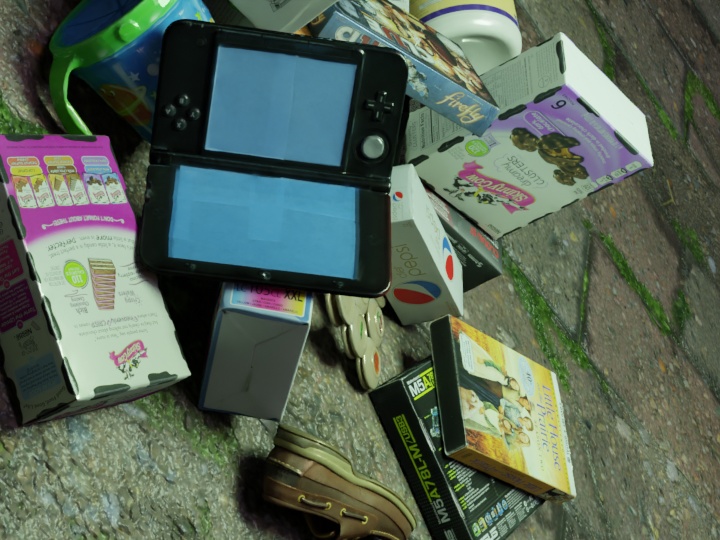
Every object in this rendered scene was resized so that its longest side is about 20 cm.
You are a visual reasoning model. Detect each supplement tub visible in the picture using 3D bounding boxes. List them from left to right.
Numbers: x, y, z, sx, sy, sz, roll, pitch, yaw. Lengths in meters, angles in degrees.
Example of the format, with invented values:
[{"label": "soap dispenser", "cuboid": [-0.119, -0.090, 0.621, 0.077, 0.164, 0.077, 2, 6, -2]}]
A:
[{"label": "supplement tub", "cuboid": [0.107, -0.328, 1.783, 0.145, 0.144, 0.202, 26, 49, -48]}]

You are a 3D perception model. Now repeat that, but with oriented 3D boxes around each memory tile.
[{"label": "memory tile", "cuboid": [0.000, 0.000, 1.452, 0.154, 0.017, 0.202, 66, 22, -46]}]

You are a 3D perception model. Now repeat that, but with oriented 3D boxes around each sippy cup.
[{"label": "sippy cup", "cuboid": [-0.167, -0.175, 1.251, 0.131, 0.177, 0.140, 53, 9, -28]}]

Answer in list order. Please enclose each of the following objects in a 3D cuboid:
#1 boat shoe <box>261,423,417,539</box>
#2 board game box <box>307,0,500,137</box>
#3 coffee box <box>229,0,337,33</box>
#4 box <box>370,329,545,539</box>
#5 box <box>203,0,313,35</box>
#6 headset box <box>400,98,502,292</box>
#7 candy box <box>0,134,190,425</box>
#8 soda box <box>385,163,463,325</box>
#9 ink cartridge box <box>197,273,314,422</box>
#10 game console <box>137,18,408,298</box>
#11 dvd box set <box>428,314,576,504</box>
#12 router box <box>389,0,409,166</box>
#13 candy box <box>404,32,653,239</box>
[{"label": "boat shoe", "cuboid": [-0.022, 0.199, 1.290, 0.200, 0.072, 0.068, 42, 69, -47]}, {"label": "board game box", "cuboid": [0.029, -0.211, 1.396, 0.199, 0.035, 0.136, 26, 25, -32]}, {"label": "coffee box", "cuboid": [-0.052, -0.353, 1.239, 0.200, 0.199, 0.199, 44, 32, -25]}, {"label": "box", "cuboid": [0.107, 0.177, 1.522, 0.200, 0.047, 0.195, -25, 89, -60]}, {"label": "box", "cuboid": [-0.083, -0.196, 1.361, 0.200, 0.098, 0.124, 50, 23, 25]}, {"label": "headset box", "cuboid": [0.085, -0.081, 1.640, 0.148, 0.075, 0.202, 40, 39, -36]}, {"label": "candy box", "cuboid": [-0.217, 0.003, 1.114, 0.136, 0.061, 0.202, -6, 74, -59]}, {"label": "soda box", "cuboid": [0.046, -0.021, 1.473, 0.200, 0.067, 0.064, 58, 27, -56]}, {"label": "ink cartridge box", "cuboid": [-0.079, 0.003, 1.251, 0.075, 0.137, 0.201, 13, 48, -6]}, {"label": "game console", "cuboid": [-0.064, -0.089, 1.167, 0.119, 0.197, 0.174, -106, -156, -67]}, {"label": "dvd box set", "cuboid": [0.146, 0.144, 1.530, 0.199, 0.029, 0.148, 30, 45, -44]}, {"label": "router box", "cuboid": [0.019, -0.186, 1.551, 0.150, 0.050, 0.202, 100, -7, -52]}, {"label": "candy box", "cuboid": [0.169, -0.131, 1.535, 0.167, 0.199, 0.072, 33, 43, -40]}]
